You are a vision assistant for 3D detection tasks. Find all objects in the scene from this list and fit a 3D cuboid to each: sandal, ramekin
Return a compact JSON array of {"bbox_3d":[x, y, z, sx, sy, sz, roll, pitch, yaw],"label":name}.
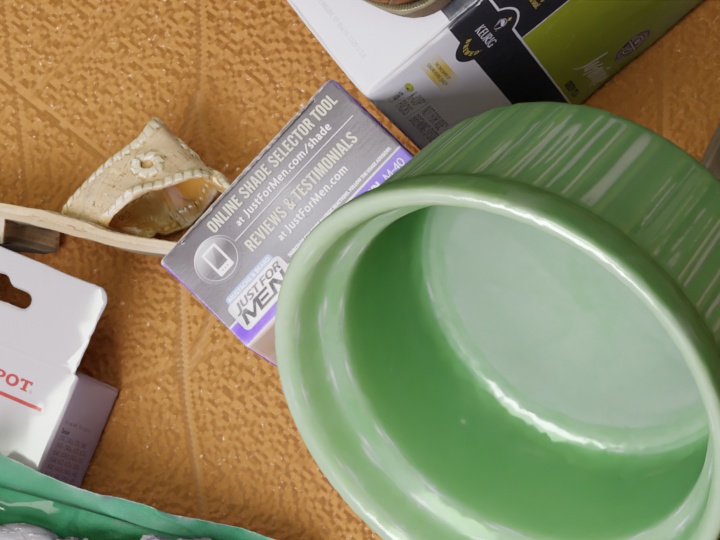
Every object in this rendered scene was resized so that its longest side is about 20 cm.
[{"bbox_3d":[-0.113,-0.041,1.432,0.211,0.078,0.070,5,87,21],"label":"sandal"},{"bbox_3d":[0.075,0.030,1.180,0.200,0.200,0.098,18,39,23],"label":"ramekin"}]

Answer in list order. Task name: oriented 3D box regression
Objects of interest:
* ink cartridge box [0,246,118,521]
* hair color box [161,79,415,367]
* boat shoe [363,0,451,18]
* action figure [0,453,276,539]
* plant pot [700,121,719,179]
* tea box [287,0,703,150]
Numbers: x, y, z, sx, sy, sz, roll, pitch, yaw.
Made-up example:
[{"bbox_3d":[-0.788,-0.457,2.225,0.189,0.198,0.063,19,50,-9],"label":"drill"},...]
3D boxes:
[{"bbox_3d":[-0.197,0.088,1.434,0.116,0.068,0.200,22,86,17],"label":"ink cartridge box"},{"bbox_3d":[0.000,0.000,1.327,0.109,0.200,0.065,-47,65,2],"label":"hair color box"},{"bbox_3d":[-0.049,-0.167,1.235,0.200,0.068,0.072,19,89,21],"label":"boat shoe"},{"bbox_3d":[-0.099,0.152,1.373,0.199,0.055,0.118,10,101,-11],"label":"action figure"},{"bbox_3d":[0.226,0.005,1.288,0.174,0.200,0.201,25,86,2],"label":"plant pot"},{"bbox_3d":[0.064,-0.162,1.344,0.197,0.200,0.134,-38,72,4],"label":"tea box"}]
